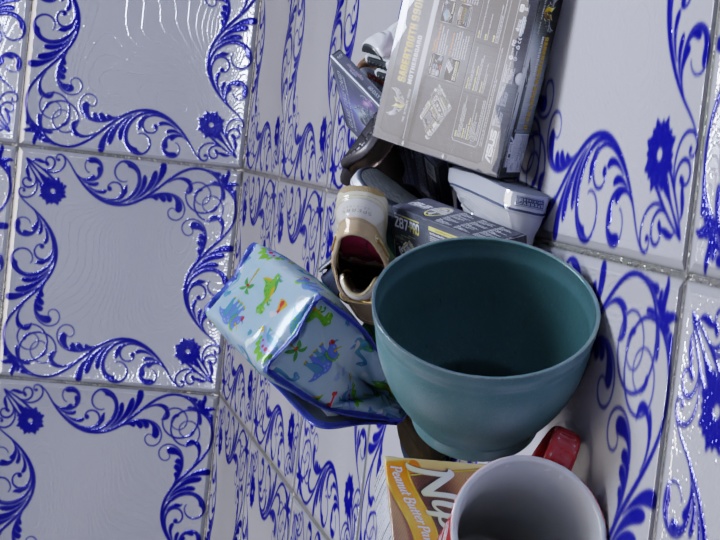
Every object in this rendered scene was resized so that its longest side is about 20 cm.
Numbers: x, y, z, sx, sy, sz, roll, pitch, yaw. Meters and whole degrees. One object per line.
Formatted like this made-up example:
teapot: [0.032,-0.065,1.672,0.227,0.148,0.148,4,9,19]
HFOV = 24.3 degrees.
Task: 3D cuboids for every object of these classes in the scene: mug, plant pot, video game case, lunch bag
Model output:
mug: [0.140,0.246,1.469,0.134,0.177,0.200,53,158,14]
plant pot: [0.106,0.082,1.481,0.201,0.198,0.135,-101,10,-52]
video game case: [0.038,-0.147,1.913,0.200,0.019,0.143,49,167,27]
lunch bag: [-0.051,0.085,1.837,0.128,0.199,0.170,-53,39,2]

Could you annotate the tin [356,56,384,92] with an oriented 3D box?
tin: [0.048,-0.169,1.965,0.112,0.042,0.201,33,150,44]

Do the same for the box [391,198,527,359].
box: [0.099,0.026,1.651,0.200,0.049,0.163,24,124,61]

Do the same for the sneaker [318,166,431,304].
sneaker: [0.005,-0.031,1.805,0.146,0.077,0.202,-47,-20,10]

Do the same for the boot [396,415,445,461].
boot: [0.053,0.156,1.916,0.201,0.074,0.098,-118,33,-54]

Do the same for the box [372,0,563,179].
box: [0.106,-0.208,1.663,0.157,0.048,0.202,20,104,33]

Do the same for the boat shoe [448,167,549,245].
boat shoe: [0.130,-0.062,1.682,0.200,0.073,0.066,-134,55,-75]

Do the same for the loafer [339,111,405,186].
loafer: [0.024,-0.121,1.865,0.073,0.071,0.200,-54,-2,-6]

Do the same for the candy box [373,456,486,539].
candy box: [0.080,0.284,1.657,0.056,0.114,0.201,110,161,-45]

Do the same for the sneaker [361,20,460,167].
sneaker: [0.081,-0.194,1.856,0.075,0.081,0.201,32,159,55]

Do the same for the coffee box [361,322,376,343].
coffee box: [0.076,0.042,1.795,0.123,0.044,0.201,54,141,26]

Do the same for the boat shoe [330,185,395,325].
boat shoe: [0.000,0.000,1.730,0.201,0.073,0.070,79,-162,-50]
